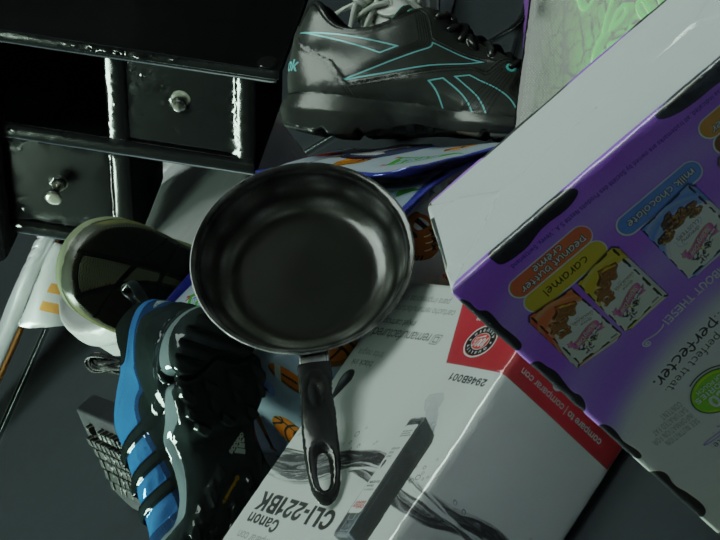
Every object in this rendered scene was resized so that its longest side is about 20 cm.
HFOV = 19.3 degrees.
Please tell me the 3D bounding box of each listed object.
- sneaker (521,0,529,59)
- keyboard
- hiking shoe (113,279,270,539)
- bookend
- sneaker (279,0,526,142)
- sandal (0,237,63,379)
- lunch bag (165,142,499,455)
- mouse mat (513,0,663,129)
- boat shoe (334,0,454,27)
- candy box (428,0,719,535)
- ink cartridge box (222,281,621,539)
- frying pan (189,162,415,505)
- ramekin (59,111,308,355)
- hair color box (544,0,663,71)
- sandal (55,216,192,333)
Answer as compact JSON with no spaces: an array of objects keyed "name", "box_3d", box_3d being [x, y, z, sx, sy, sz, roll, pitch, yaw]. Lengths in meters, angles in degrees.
[{"name":"sneaker","box_3d":[0.124,-0.178,1.297,0.080,0.088,0.200,-22,36,42]},{"name":"keyboard","box_3d":[-0.127,0.103,1.257,0.021,0.127,0.200,-24,15,-24]},{"name":"hiking shoe","box_3d":[-0.091,0.108,1.140,0.087,0.074,0.201,19,112,51]},{"name":"bookend","box_3d":[-0.139,-0.090,1.336,0.092,0.198,0.200,-74,-9,-45]},{"name":"sneaker","box_3d":[0.053,-0.111,1.209,0.075,0.199,0.080,13,-99,-84]},{"name":"sandal","box_3d":[-0.240,0.033,1.618,0.079,0.059,0.207,-97,31,-76]},{"name":"lunch bag","box_3d":[0.000,0.000,1.197,0.170,0.124,0.200,2,45,53]},{"name":"mouse mat","box_3d":[0.151,-0.112,1.117,0.161,0.008,0.201,-4,71,38]},{"name":"boat shoe","box_3d":[0.019,-0.179,1.473,0.075,0.086,0.202,-32,28,30]},{"name":"candy box","box_3d":[0.156,-0.002,0.840,0.168,0.200,0.072,-40,26,15]},{"name":"ink cartridge box","box_3d":[0.027,0.111,1.029,0.200,0.084,0.144,-56,26,-16]},{"name":"frying pan","box_3d":[-0.012,0.023,1.058,0.115,0.031,0.190,-26,60,-11]},{"name":"ramekin","box_3d":[-0.100,-0.012,1.411,0.202,0.094,0.203,-37,27,22]},{"name":"hair color box","box_3d":[0.155,-0.181,1.186,0.111,0.064,0.200,-37,54,22]},{"name":"sandal","box_3d":[-0.111,0.019,1.258,0.057,0.201,0.080,14,74,43]}]
